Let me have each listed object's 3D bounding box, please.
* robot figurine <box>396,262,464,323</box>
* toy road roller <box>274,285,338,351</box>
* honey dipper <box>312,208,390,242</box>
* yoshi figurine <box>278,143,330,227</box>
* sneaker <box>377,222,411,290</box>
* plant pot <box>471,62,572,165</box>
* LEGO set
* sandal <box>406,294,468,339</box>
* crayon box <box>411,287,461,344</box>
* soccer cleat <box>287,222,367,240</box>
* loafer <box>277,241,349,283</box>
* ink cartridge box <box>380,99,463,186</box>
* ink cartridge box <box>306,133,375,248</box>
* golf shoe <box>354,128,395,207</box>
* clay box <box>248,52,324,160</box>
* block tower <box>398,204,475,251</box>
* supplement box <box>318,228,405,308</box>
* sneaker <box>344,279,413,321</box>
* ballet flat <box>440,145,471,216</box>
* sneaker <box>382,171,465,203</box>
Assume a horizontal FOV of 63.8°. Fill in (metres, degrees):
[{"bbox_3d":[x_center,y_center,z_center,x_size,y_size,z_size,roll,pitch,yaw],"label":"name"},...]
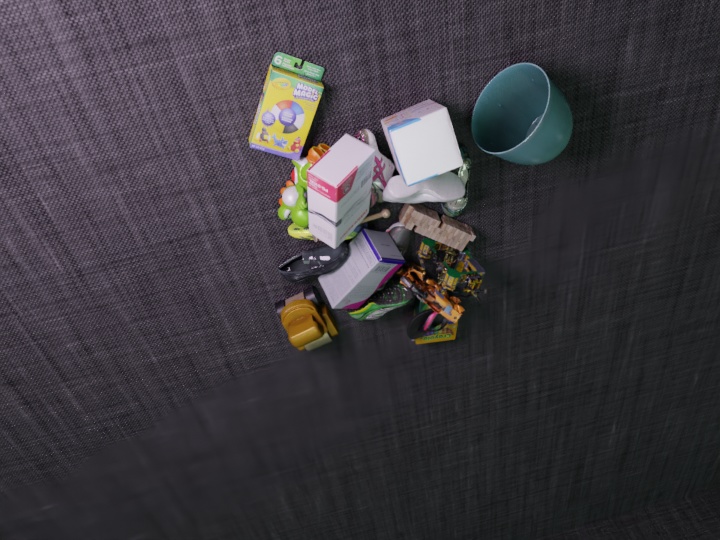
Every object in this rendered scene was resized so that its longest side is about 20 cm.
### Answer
[{"bbox_3d":[0.182,0.052,1.536,0.199,0.145,0.058,38,102,-8],"label":"robot figurine"},{"bbox_3d":[-0.140,0.157,1.551,0.122,0.147,0.201,-23,129,6],"label":"toy road roller"},{"bbox_3d":[-0.019,-0.111,1.379,0.197,0.038,0.038,-16,130,-14],"label":"honey dipper"},{"bbox_3d":[-0.114,-0.180,1.326,0.111,0.113,0.201,16,125,-32],"label":"yoshi figurine"},{"bbox_3d":[0.083,-0.030,1.504,0.076,0.082,0.202,12,124,-22],"label":"sneaker"},{"bbox_3d":[0.372,-0.327,1.282,0.160,0.202,0.201,17,123,-39],"label":"plant pot"},{"bbox_3d":[0.230,0.010,1.514,0.152,0.200,0.117,-10,132,-32],"label":"LEGO set"},{"bbox_3d":[0.216,0.136,1.622,0.199,0.045,0.075,-31,128,11],"label":"sandal"},{"bbox_3d":[0.220,0.144,1.692,0.124,0.052,0.202,-6,129,-9],"label":"crayon box"},{"bbox_3d":[-0.079,-0.093,1.427,0.197,0.065,0.085,-7,131,-9],"label":"soccer cleat"},{"bbox_3d":[-0.118,-0.023,1.442,0.199,0.069,0.070,-23,149,26],"label":"loafer"},{"bbox_3d":[0.126,-0.283,1.258,0.127,0.200,0.127,-21,112,3],"label":"ink cartridge box"},{"bbox_3d":[-0.044,-0.171,1.277,0.145,0.084,0.201,-49,160,-31],"label":"ink cartridge box"},{"bbox_3d":[0.034,-0.246,1.339,0.091,0.073,0.201,-26,138,-13],"label":"golf shoe"},{"bbox_3d":[-0.155,-0.344,1.225,0.113,0.048,0.202,11,124,-21],"label":"clay box"},{"bbox_3d":[0.195,-0.113,1.477,0.198,0.054,0.058,19,122,-20],"label":"block tower"},{"bbox_3d":[0.000,0.000,1.461,0.100,0.104,0.200,5,137,-49],"label":"supplement box"},{"bbox_3d":[0.055,0.086,1.589,0.198,0.079,0.085,-14,143,23],"label":"sneaker"},{"bbox_3d":[0.236,-0.204,1.416,0.073,0.075,0.202,-11,129,-5],"label":"ballet flat"},{"bbox_3d":[0.145,-0.188,1.360,0.197,0.076,0.088,-1,166,-16],"label":"sneaker"}]
